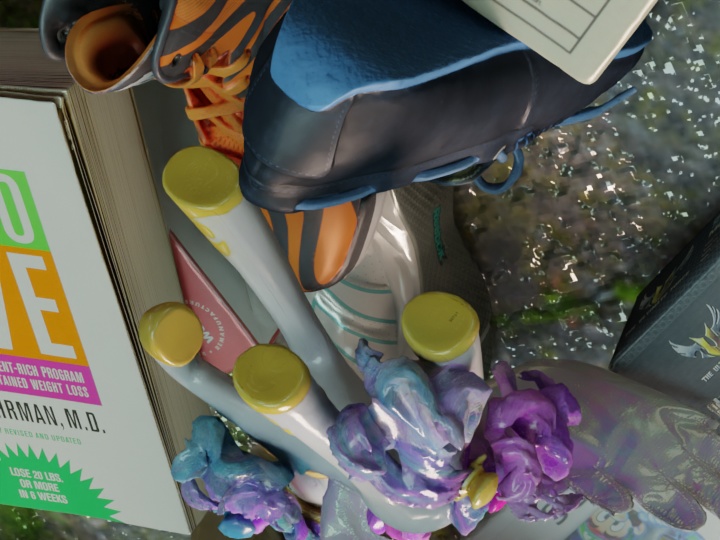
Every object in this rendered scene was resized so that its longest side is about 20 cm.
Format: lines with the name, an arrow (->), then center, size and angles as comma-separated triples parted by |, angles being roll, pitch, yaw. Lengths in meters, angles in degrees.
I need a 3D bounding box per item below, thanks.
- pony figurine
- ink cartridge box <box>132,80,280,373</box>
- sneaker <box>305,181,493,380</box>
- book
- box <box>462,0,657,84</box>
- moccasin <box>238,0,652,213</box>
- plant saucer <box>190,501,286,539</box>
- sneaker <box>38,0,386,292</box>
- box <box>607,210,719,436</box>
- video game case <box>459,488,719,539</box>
pony figurine -> 0.015, 0.064, 0.891 | 0.193, 0.167, 0.200 | 31, 162, 28
ink cartridge box -> -0.131, 0.005, 1.063 | 0.200, 0.068, 0.117 | -24, 113, 36
sneaker -> 0.000, 0.000, 1.005 | 0.080, 0.070, 0.201 | 6, 120, 27
book -> -0.135, 0.004, 0.996 | 0.133, 0.048, 0.201 | 5, 128, 25
box -> 0.081, -0.179, 0.794 | 0.128, 0.109, 0.200 | 35, 132, -1
moccasin -> 0.021, -0.064, 0.857 | 0.080, 0.200, 0.068 | 43, 121, 24
plant saucer -> -0.024, 0.176, 1.046 | 0.029, 0.200, 0.201 | -12, 131, -18
sneaker -> -0.054, -0.066, 0.883 | 0.077, 0.112, 0.201 | 12, 125, 34
box -> 0.206, 0.011, 0.906 | 0.158, 0.051, 0.200 | 37, 124, -5
video game case -> 0.163, 0.122, 1.045 | 0.200, 0.024, 0.182 | 37, 132, -5
